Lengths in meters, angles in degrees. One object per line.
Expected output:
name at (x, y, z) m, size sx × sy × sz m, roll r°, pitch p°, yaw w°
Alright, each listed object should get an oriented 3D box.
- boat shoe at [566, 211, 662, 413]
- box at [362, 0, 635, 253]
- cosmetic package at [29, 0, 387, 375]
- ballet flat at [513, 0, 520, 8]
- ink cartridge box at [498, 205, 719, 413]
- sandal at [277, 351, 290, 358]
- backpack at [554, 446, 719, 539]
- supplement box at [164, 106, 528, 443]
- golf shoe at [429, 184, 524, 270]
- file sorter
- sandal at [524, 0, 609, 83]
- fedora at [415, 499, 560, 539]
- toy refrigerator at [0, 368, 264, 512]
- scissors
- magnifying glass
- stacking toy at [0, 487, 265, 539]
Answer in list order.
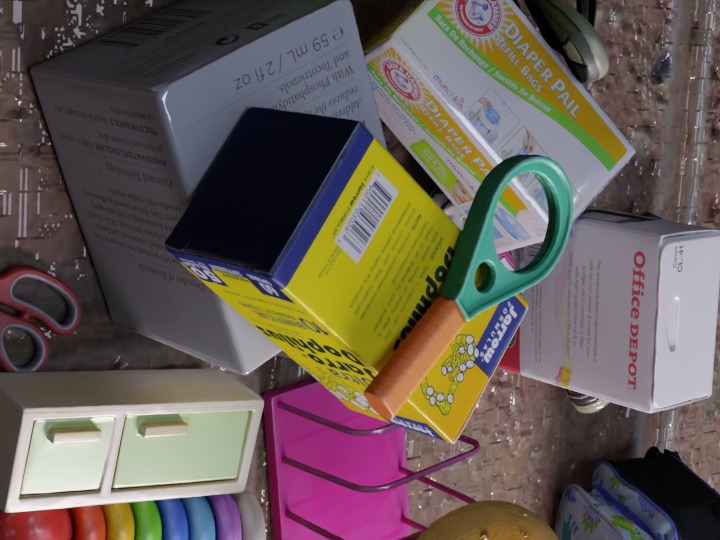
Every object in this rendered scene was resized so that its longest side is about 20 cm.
boat shoe at (0.239, 0.037, 1.431) m, size 0.065 × 0.073 × 0.201 m, roll 38°, pitch 70°, yaw -28°
box at (0.097, -0.125, 1.188) m, size 0.101 × 0.112 × 0.200 m, roll -45°, pitch 99°, yaw -19°
cosmetic package at (-0.092, -0.070, 1.045) m, size 0.167 × 0.165 × 0.202 m, roll -32°, pitch 120°, yaw -32°
ballet flat at (0.090, -0.247, 1.247) m, size 0.201 × 0.067 × 0.073 m, roll 59°, pitch 41°, yaw -28°
ink cartridge box at (0.203, 0.025, 1.302) m, size 0.085 × 0.199 × 0.149 m, roll -9°, pitch 105°, yaw -39°
sandal at (0.003, 0.025, 1.225) m, size 0.210 × 0.078 × 0.070 m, roll 2°, pitch 62°, yaw -27°
backpack at (0.263, 0.293, 1.433) m, size 0.145 × 0.183 × 0.202 m, roll -3°, pitch 106°, yaw -17°
supplement box at (-0.004, 0.004, 0.954) m, size 0.200 × 0.108 × 0.110 m, roll 44°, pitch 70°, yaw -38°
golf shoe at (0.090, -0.035, 1.285) m, size 0.091 × 0.072 × 0.203 m, roll 0°, pitch 93°, yaw -22°
file sorter at (0.019, 0.190, 1.224) m, size 0.138 × 0.125 × 0.202 m, roll -15°, pitch 109°, yaw -38°
sandal at (0.164, -0.214, 1.212) m, size 0.057 × 0.202 × 0.080 m, roll -32°, pitch 129°, yaw 6°
fedora at (0.075, 0.262, 1.153) m, size 0.199 × 0.081 × 0.203 m, roll -6°, pitch 101°, yaw -34°
toy refrigerator at (-0.168, 0.118, 1.075) m, size 0.199 × 0.070 × 0.077 m, roll 3°, pitch 107°, yaw -41°
scissors at (-0.269, 0.005, 1.009) m, size 0.200 × 0.014 × 0.074 m, roll 38°, pitch 76°, yaw -38°
magnifying glass at (0.069, 0.009, 0.933) m, size 0.200 × 0.022 × 0.080 m, roll -49°, pitch 127°, yaw -23°
stacking toy at (-0.170, 0.190, 1.099) m, size 0.198 × 0.085 × 0.086 m, roll 11°, pitch 92°, yaw -35°
